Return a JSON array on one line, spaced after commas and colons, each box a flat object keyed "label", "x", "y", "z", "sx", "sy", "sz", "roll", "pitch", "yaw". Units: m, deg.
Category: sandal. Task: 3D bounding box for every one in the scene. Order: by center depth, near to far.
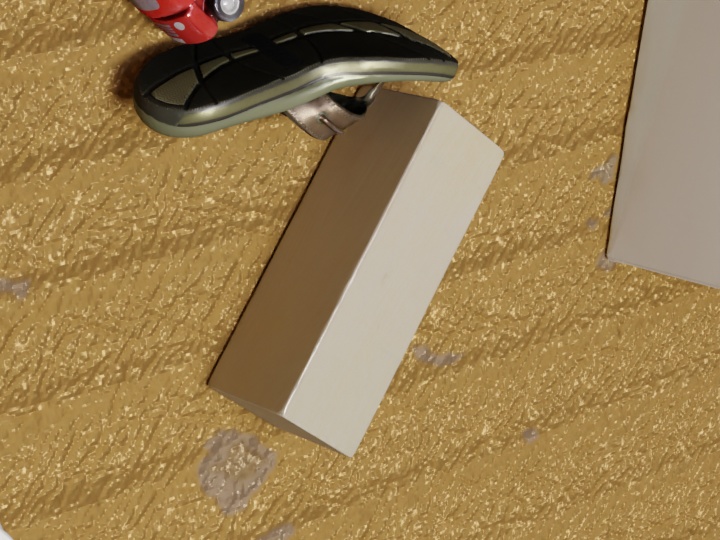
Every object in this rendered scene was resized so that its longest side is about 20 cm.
[{"label": "sandal", "x": -0.038, "y": -0.102, "z": 1.182, "sx": 0.200, "sy": 0.080, "sz": 0.058, "roll": -16, "pitch": 128, "yaw": -29}]

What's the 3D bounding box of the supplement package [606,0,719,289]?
[{"label": "supplement package", "x": 0.291, "y": -0.077, "z": 1.367, "sx": 0.146, "sy": 0.200, "sz": 0.192, "roll": 2, "pitch": 100, "yaw": -40}]

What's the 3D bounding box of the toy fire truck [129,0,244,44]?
[{"label": "toy fire truck", "x": -0.082, "y": -0.238, "z": 1.120, "sx": 0.141, "sy": 0.049, "sz": 0.201, "roll": 42, "pitch": 74, "yaw": -37}]

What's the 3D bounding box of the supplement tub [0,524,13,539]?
[{"label": "supplement tub", "x": -0.249, "y": 0.141, "z": 0.975, "sx": 0.144, "sy": 0.200, "sz": 0.146, "roll": -10, "pitch": 107, "yaw": -37}]

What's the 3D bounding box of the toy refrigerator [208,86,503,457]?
[{"label": "toy refrigerator", "x": 0.000, "y": 0.000, "z": 1.227, "sx": 0.070, "sy": 0.076, "sz": 0.201, "roll": 34, "pitch": 78, "yaw": -39}]
